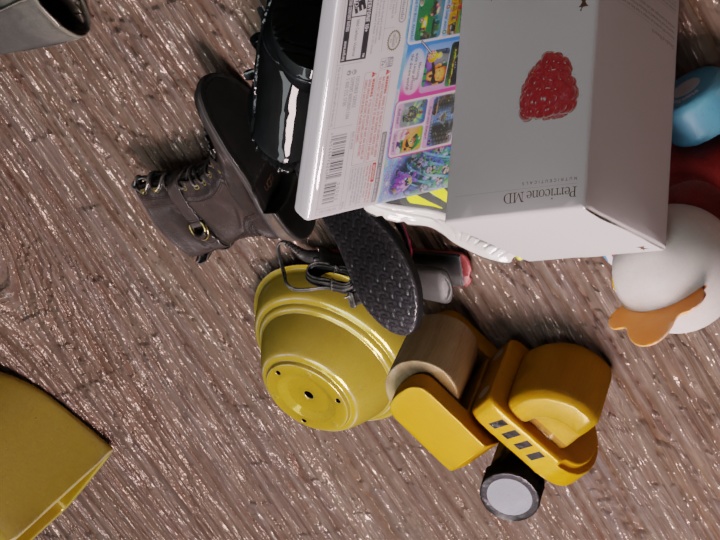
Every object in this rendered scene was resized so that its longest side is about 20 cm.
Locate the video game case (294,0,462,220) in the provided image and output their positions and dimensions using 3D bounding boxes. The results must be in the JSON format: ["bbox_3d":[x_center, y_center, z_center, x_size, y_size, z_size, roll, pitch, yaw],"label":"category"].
[{"bbox_3d":[0.040,-0.144,1.279,0.024,0.180,0.202,41,134,41],"label":"video game case"}]

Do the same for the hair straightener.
[{"bbox_3d":[0.000,0.000,1.546,0.198,0.077,0.041,12,122,29],"label":"hair straightener"}]

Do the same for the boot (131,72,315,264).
[{"bbox_3d":[-0.149,-0.086,1.574,0.173,0.069,0.201,-5,127,37],"label":"boot"}]

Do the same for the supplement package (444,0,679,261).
[{"bbox_3d":[0.146,-0.120,1.208,0.120,0.203,0.119,-5,164,38],"label":"supplement package"}]

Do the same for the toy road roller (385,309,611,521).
[{"bbox_3d":[0.136,0.111,1.526,0.200,0.123,0.146,41,126,-9],"label":"toy road roller"}]

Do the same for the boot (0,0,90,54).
[{"bbox_3d":[-0.367,-0.261,1.561,0.199,0.073,0.182,-7,137,47],"label":"boot"}]

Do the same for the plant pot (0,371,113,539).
[{"bbox_3d":[-0.453,0.236,2.015,0.200,0.194,0.196,45,140,3],"label":"plant pot"}]

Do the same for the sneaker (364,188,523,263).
[{"bbox_3d":[0.069,-0.081,1.436,0.198,0.074,0.085,22,119,17],"label":"sneaker"}]

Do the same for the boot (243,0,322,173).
[{"bbox_3d":[-0.052,-0.153,1.359,0.072,0.199,0.164,3,129,-13],"label":"boot"}]

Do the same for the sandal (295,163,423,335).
[{"bbox_3d":[0.009,-0.036,1.496,0.075,0.045,0.201,-48,63,41],"label":"sandal"}]

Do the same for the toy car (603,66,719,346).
[{"bbox_3d":[0.230,-0.014,1.271,0.176,0.201,0.185,-15,119,43],"label":"toy car"}]

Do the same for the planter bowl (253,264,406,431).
[{"bbox_3d":[-0.035,0.096,1.647,0.198,0.084,0.202,19,140,17],"label":"planter bowl"}]
